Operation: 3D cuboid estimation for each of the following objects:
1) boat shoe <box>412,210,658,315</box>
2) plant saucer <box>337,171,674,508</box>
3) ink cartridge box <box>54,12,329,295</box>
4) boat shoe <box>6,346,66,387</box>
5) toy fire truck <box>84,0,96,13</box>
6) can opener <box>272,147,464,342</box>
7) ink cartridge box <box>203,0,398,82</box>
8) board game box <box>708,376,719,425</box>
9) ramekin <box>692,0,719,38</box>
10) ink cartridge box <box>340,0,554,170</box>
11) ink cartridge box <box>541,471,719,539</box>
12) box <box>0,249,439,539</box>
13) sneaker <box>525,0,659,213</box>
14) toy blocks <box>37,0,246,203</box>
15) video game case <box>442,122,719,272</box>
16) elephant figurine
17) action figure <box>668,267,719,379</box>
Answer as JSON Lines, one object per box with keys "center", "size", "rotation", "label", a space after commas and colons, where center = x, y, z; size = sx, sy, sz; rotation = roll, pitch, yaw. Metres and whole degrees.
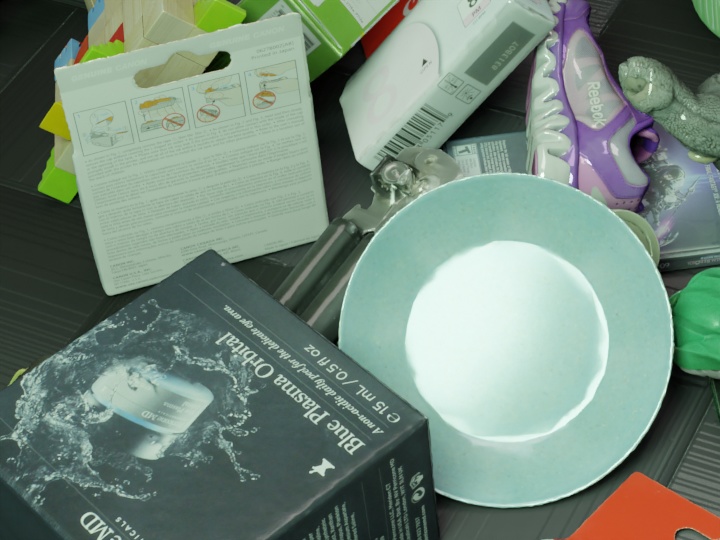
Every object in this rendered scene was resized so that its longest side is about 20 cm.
{"center": [0.090, 0.015, 1.322], "size": [0.201, 0.072, 0.061], "rotation": [-17, -1, 4], "label": "boat shoe"}
{"center": [0.088, 0.042, 1.262], "size": [0.201, 0.039, 0.201], "rotation": [0, 87, 6], "label": "plant saucer"}
{"center": [-0.109, -0.084, 1.358], "size": [0.161, 0.200, 0.050], "rotation": [-15, 44, -8], "label": "ink cartridge box"}
{"center": [-0.182, 0.083, 1.293], "size": [0.201, 0.072, 0.061], "rotation": [-29, 49, -31], "label": "boat shoe"}
{"center": [-0.261, -0.222, 1.598], "size": [0.176, 0.129, 0.200], "rotation": [-32, 39, -22], "label": "toy fire truck"}
{"center": [0.000, 0.000, 1.372], "size": [0.053, 0.067, 0.200], "rotation": [26, 67, 30], "label": "can opener"}
{"center": [-0.017, -0.208, 1.507], "size": [0.076, 0.148, 0.200], "rotation": [48, 55, -7], "label": "ink cartridge box"}
{"center": [0.316, 0.086, 1.250], "size": [0.200, 0.023, 0.105], "rotation": [-6, 42, 3], "label": "board game box"}
{"center": [0.332, -0.239, 1.528], "size": [0.200, 0.098, 0.200], "rotation": [-4, 44, 4], "label": "ramekin"}
{"center": [0.046, -0.182, 1.471], "size": [0.163, 0.057, 0.200], "rotation": [-46, 40, 26], "label": "ink cartridge box"}
{"center": [0.152, 0.194, 1.146], "size": [0.163, 0.057, 0.200], "rotation": [29, 60, 32], "label": "ink cartridge box"}
{"center": [-0.092, 0.122, 1.202], "size": [0.200, 0.117, 0.197], "rotation": [-36, 53, -25], "label": "box"}
{"center": [0.157, -0.105, 1.411], "size": [0.088, 0.081, 0.200], "rotation": [3, 50, 1], "label": "sneaker"}
{"center": [-0.159, -0.158, 1.477], "size": [0.100, 0.200, 0.137], "rotation": [23, 35, -26], "label": "toy blocks"}
{"center": [0.162, -0.049, 1.415], "size": [0.200, 0.019, 0.143], "rotation": [-6, 44, 0], "label": "video game case"}
{"center": [0.269, -0.081, 1.316], "size": [0.142, 0.155, 0.200], "rotation": [-44, 81, -9], "label": "elephant figurine"}
{"center": [0.256, 0.040, 1.242], "size": [0.200, 0.055, 0.118], "rotation": [11, 70, 34], "label": "action figure"}
